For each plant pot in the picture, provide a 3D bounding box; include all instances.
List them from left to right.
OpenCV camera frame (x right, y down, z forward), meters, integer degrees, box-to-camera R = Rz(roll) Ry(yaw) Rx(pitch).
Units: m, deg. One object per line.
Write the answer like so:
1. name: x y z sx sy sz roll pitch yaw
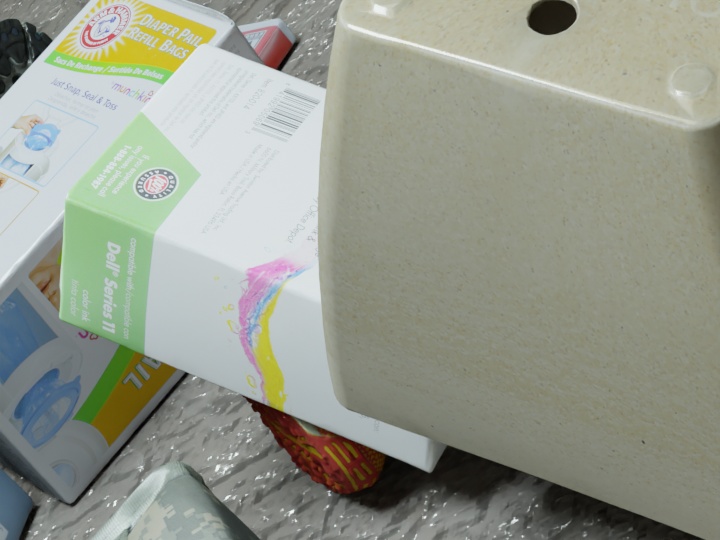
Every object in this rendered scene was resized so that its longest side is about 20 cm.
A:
1. plant pot: 0.097 -0.055 0.928 0.199 0.177 0.200 18 60 29

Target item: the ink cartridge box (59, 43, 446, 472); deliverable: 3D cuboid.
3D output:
1. ink cartridge box: 0.000 0.000 1.083 0.199 0.068 0.117 22 43 14

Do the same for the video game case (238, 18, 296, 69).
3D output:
1. video game case: -0.128 -0.043 1.440 0.143 0.017 0.200 -5 45 48

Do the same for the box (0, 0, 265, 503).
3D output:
1. box: -0.119 -0.016 1.277 0.200 0.113 0.101 -50 40 -14

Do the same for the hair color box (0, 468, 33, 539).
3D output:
1. hair color box: -0.248 0.146 1.277 0.199 0.061 0.099 -21 34 34

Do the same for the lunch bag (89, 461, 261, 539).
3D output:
1. lunch bag: -0.079 0.189 0.948 0.200 0.118 0.164 -46 28 4

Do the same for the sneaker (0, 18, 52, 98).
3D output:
1. sneaker: -0.226 -0.044 1.525 0.086 0.078 0.200 -29 21 46

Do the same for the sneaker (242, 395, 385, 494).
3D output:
1. sneaker: -0.021 0.021 1.158 0.077 0.073 0.200 -32 30 3
